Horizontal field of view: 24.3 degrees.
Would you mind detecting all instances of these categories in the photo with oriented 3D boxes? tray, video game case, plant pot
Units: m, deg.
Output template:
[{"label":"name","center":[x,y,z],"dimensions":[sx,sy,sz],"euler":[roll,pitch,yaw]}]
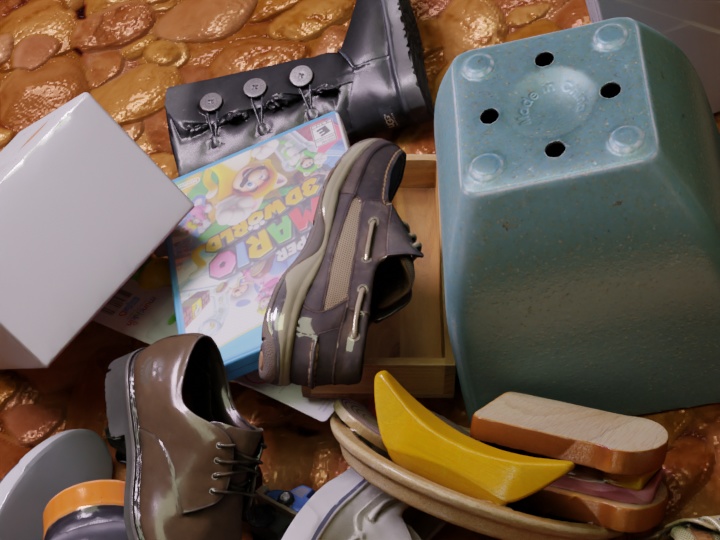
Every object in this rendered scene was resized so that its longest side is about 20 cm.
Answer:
[{"label":"tray","center":[0.011,0.000,1.134],"dimensions":[0.098,0.037,0.201],"euler":[0,45,0]},{"label":"video game case","center":[-0.061,-0.017,1.126],"dimensions":[0.142,0.018,0.201],"euler":[-22,42,6]},{"label":"plant pot","center":[0.135,-0.041,1.043],"dimensions":[0.195,0.200,0.197],"euler":[-11,51,13]}]

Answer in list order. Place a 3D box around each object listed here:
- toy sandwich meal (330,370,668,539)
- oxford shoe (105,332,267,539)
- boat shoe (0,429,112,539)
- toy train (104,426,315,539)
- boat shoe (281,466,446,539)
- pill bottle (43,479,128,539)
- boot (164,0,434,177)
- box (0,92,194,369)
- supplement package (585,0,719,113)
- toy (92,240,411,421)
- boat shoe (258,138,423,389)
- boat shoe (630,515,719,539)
[{"label":"toy sandwich meal","center":[0.082,0.100,0.971],"dimensions":[0.204,0.205,0.071],"euler":[23,99,32]},{"label":"oxford shoe","center":[-0.094,0.129,0.995],"dimensions":[0.084,0.073,0.201],"euler":[-26,69,27]},{"label":"boat shoe","center":[-0.240,0.183,1.096],"dimensions":[0.068,0.074,0.200],"euler":[-4,45,42]},{"label":"toy train","center":[-0.089,0.138,1.100],"dimensions":[0.199,0.034,0.046],"euler":[25,53,34]},{"label":"boat shoe","center":[0.005,0.163,0.978],"dimensions":[0.069,0.071,0.200],"euler":[20,23,18]},{"label":"pill bottle","center":[-0.150,0.226,1.006],"dimensions":[0.106,0.106,0.201],"euler":[-19,49,6]},{"label":"boot","center":[-0.053,-0.152,1.291],"dimensions":[0.199,0.066,0.166],"euler":[-18,48,12]},{"label":"box","center":[-0.227,-0.021,1.159],"dimensions":[0.152,0.106,0.200],"euler":[-49,16,-18]},{"label":"supplement package","center":[0.255,-0.206,1.151],"dimensions":[0.199,0.156,0.111],"euler":[-17,51,7]},{"label":"toy","center":[-0.078,0.039,1.154],"dimensions":[0.199,0.047,0.115],"euler":[24,51,21]},{"label":"boat shoe","center":[0.000,0.000,1.023],"dimensions":[0.073,0.075,0.201],"euler":[16,50,8]},{"label":"boat shoe","center":[0.195,0.175,0.938],"dimensions":[0.199,0.074,0.076],"euler":[-20,50,5]}]
